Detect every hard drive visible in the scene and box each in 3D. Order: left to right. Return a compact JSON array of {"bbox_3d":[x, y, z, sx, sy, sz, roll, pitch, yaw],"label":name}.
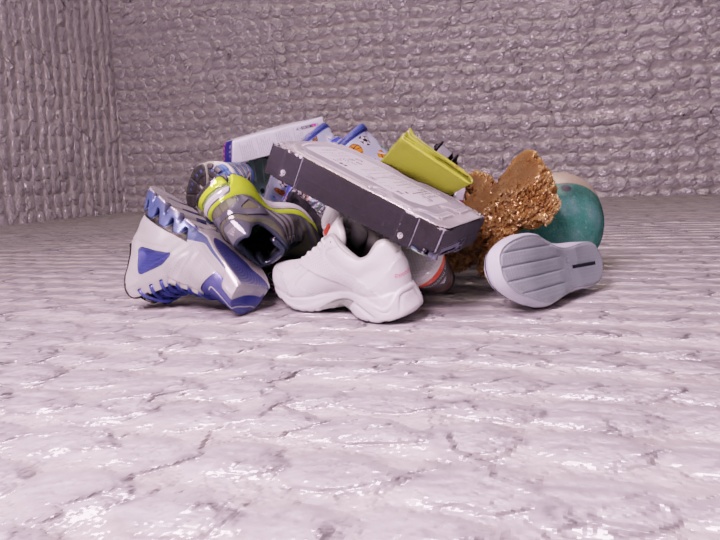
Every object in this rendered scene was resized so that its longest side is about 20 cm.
[{"bbox_3d":[0.019,-0.079,0.687,0.198,0.038,0.139,30,21,20],"label":"hard drive"}]

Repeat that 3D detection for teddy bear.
[{"bbox_3d":[0.144,-0.052,0.792,0.067,0.200,0.145,41,10,-34],"label":"teddy bear"}]

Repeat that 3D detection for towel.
[{"bbox_3d":[0.063,-0.107,0.748,0.085,0.018,0.200,32,-6,-5],"label":"towel"}]

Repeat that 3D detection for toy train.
[{"bbox_3d":[0.096,-0.107,0.838,0.034,0.046,0.200,42,-2,10],"label":"toy train"}]

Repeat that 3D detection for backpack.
[{"bbox_3d":[-0.041,-0.119,0.973,0.190,0.155,0.200,-38,1,-22],"label":"backpack"}]

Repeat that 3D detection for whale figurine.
[{"bbox_3d":[0.214,-0.047,0.865,0.196,0.160,0.105,-7,48,2],"label":"whale figurine"}]

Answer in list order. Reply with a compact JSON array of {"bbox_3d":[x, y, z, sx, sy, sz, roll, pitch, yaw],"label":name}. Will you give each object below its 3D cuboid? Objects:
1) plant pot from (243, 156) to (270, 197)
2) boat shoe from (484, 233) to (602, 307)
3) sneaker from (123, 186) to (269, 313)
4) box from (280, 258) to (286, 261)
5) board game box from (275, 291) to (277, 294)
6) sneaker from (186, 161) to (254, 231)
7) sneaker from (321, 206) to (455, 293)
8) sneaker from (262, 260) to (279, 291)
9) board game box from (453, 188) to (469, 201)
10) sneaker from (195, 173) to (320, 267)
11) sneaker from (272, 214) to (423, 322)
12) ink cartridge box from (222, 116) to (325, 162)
[{"bbox_3d":[-0.120,-0.126,1.192,0.197,0.204,0.195,2,10,28],"label":"plant pot"},{"bbox_3d":[0.182,0.005,0.709,0.198,0.075,0.066,3,-12,-43],"label":"boat shoe"},{"bbox_3d":[-0.198,0.004,0.763,0.199,0.116,0.080,38,10,28],"label":"sneaker"},{"bbox_3d":[-0.195,-0.018,1.098,0.198,0.022,0.162,3,9,40],"label":"box"},{"bbox_3d":[0.000,0.000,0.868,0.132,0.035,0.199,1,9,29],"label":"board game box"},{"bbox_3d":[-0.186,-0.056,0.861,0.077,0.201,0.085,42,35,10],"label":"sneaker"},{"bbox_3d":[0.029,-0.025,0.766,0.200,0.077,0.082,40,2,42],"label":"sneaker"},{"bbox_3d":[-0.144,-0.033,0.899,0.079,0.088,0.200,-6,21,-10],"label":"sneaker"},{"bbox_3d":[0.192,-0.083,1.038,0.198,0.042,0.199,27,0,-17],"label":"board game box"},{"bbox_3d":[-0.106,-0.037,0.778,0.074,0.082,0.199,-38,-28,18],"label":"sneaker"},{"bbox_3d":[-0.021,-0.010,0.699,0.198,0.101,0.077,4,20,41],"label":"sneaker"},{"bbox_3d":[-0.166,-0.203,1.084,0.197,0.044,0.196,-16,13,-13],"label":"ink cartridge box"}]
